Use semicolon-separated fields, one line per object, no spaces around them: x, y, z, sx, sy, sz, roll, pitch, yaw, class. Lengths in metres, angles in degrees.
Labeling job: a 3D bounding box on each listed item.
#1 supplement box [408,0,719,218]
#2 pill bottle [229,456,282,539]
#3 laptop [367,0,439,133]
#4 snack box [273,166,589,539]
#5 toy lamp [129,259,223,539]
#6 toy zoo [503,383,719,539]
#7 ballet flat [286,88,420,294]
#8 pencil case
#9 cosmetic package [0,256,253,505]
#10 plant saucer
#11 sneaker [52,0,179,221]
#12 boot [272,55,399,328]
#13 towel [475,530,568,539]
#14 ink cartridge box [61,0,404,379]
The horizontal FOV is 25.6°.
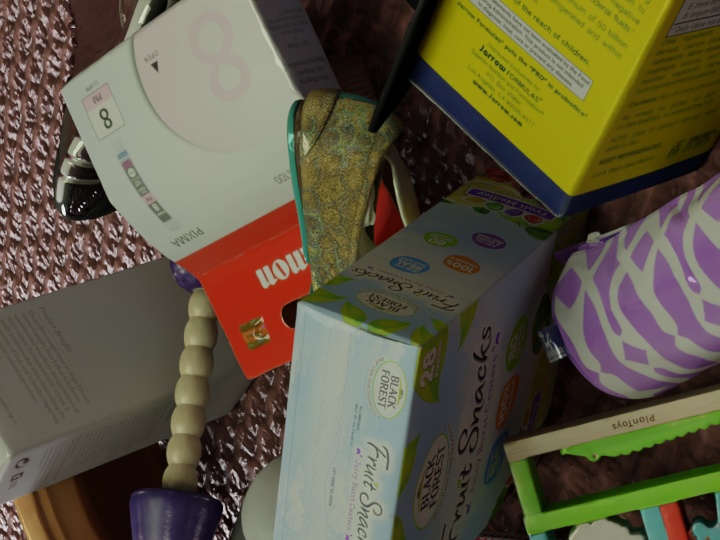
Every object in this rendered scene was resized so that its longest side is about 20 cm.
0.122;-0.140;0.683;0.110;0.109;0.200;46;133;26;supplement box
-0.026;0.178;0.951;0.111;0.111;0.200;46;133;27;pill bottle
0.019;-0.197;0.762;0.200;0.103;0.177;53;136;32;laptop
0.037;0.061;0.777;0.068;0.200;0.169;20;120;24;snack box
-0.104;0.086;0.958;0.058;0.058;0.200;-20;59;49;toy lamp
0.159;0.162;0.768;0.131;0.020;0.200;-17;92;16;toy zoo
0.000;0.000;0.816;0.071;0.071;0.200;30;135;38;ballet flat
0.169;-0.012;0.699;0.200;0.084;0.086;-35;67;46;pencil case
-0.171;0.066;1.013;0.102;0.200;0.074;55;136;20;cosmetic package
-0.169;0.157;1.078;0.037;0.200;0.200;-26;83;13;plant saucer
-0.167;-0.137;1.043;0.116;0.076;0.200;51;125;30;sneaker
-0.051;-0.043;0.950;0.200;0.077;0.155;-1;107;41;boot
0.058;0.227;0.890;0.145;0.022;0.200;6;116;-1;towel
-0.067;-0.048;0.878;0.163;0.057;0.200;-26;84;40;ink cartridge box
